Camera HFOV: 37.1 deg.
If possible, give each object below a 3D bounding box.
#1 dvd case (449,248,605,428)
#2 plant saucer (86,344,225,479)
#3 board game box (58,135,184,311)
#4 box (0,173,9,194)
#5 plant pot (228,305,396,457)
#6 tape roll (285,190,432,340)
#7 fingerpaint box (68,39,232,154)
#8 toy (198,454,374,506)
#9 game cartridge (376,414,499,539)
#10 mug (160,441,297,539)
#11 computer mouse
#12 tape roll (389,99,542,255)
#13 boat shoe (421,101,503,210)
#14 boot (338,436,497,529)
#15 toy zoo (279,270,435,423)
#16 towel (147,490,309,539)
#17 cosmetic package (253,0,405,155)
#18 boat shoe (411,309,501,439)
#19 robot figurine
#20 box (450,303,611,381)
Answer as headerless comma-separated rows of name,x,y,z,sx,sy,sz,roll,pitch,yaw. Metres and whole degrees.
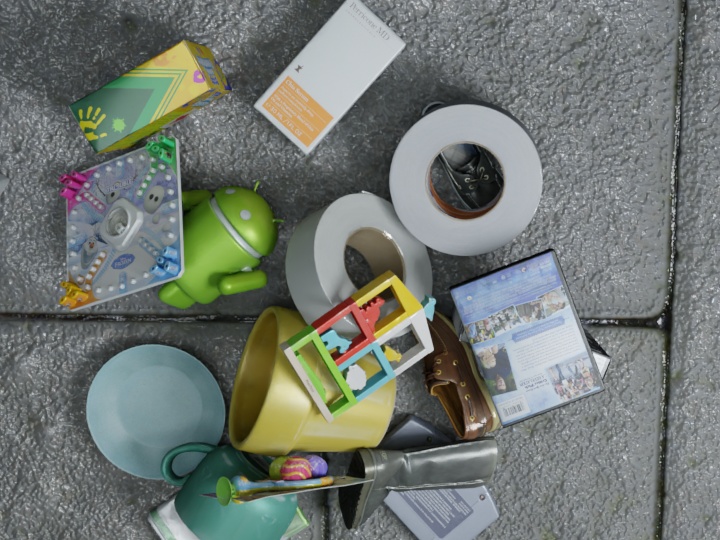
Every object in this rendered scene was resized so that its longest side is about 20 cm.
dvd case,0.215,0.088,1.376,0.142,0.018,0.200,-21,99,4
plant saucer,-0.293,0.201,1.551,0.200,0.039,0.202,0,99,0
board game box,-0.324,-0.064,1.430,0.200,0.026,0.200,-16,68,27
box,-0.616,-0.109,1.467,0.200,0.106,0.152,33,99,-5
plant pot,-0.062,0.168,1.475,0.188,0.201,0.201,17,100,-18
tape roll,0.000,0.000,1.437,0.071,0.202,0.203,-25,102,49
fingerpaint box,-0.267,-0.226,1.396,0.167,0.200,0.073,-28,98,6
toy,-0.095,0.264,1.385,0.200,0.115,0.047,-4,87,-40
game cartridge,0.103,0.313,1.567,0.133,0.041,0.200,-40,97,10
mug,-0.176,0.306,1.484,0.185,0.152,0.115,33,96,-23
computer mouse,-0.326,-0.083,1.477,0.200,0.046,0.141,-36,55,31
tape roll,0.140,-0.123,1.421,0.200,0.066,0.201,2,106,8
boat shoe,0.147,-0.142,1.477,0.069,0.057,0.200,-35,97,6
boot,0.079,0.296,1.511,0.200,0.073,0.182,-6,145,-23
toy zoo,0.010,0.089,1.361,0.200,0.020,0.131,-35,121,-9
towel,-0.195,0.369,1.583,0.200,0.031,0.149,-32,99,6
cosmetic package,-0.041,-0.264,1.452,0.101,0.071,0.200,41,97,-6
boat shoe,0.122,0.142,1.489,0.067,0.072,0.200,-21,74,-31
robot figurine,-0.198,-0.035,1.470,0.200,0.116,0.176,-38,66,7
box,0.228,0.088,1.465,0.200,0.158,0.048,20,101,-2
